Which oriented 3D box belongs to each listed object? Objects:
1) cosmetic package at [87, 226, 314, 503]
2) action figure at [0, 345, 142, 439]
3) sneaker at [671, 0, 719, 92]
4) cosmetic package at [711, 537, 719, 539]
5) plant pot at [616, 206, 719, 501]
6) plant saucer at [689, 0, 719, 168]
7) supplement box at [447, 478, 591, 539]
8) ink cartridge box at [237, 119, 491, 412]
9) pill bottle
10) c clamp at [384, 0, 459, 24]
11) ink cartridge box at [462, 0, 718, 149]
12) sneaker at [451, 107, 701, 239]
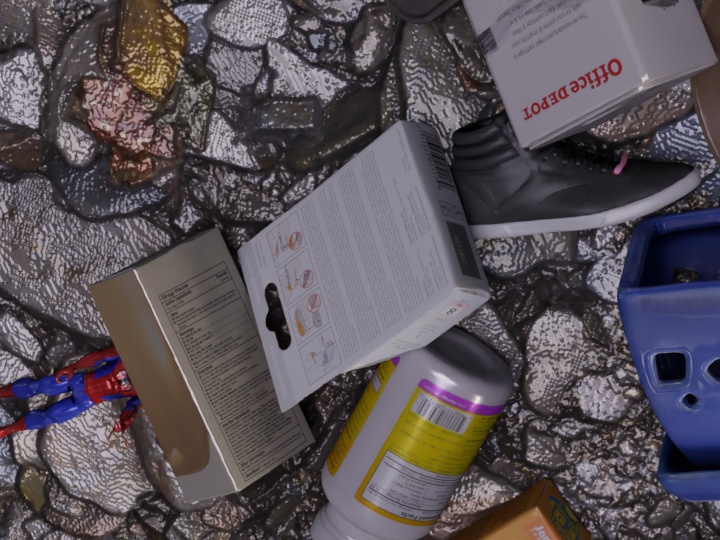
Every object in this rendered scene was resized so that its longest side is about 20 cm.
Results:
[{"bbox_3d":[-0.130,0.077,1.565,0.071,0.105,0.200,-19,97,45],"label":"cosmetic package"},{"bbox_3d":[-0.251,0.112,1.622,0.200,0.099,0.065,-18,99,16],"label":"action figure"},{"bbox_3d":[0.259,-0.161,1.430,0.200,0.078,0.099,43,120,9],"label":"sneaker"},{"bbox_3d":[0.203,0.276,1.501,0.200,0.151,0.052,-19,98,18],"label":"cosmetic package"},{"bbox_3d":[0.303,0.059,1.400,0.200,0.200,0.180,-5,107,16],"label":"plant pot"},{"bbox_3d":[0.304,-0.117,1.314,0.200,0.029,0.200,43,145,40],"label":"plant saucer"},{"bbox_3d":[0.090,0.255,1.573,0.200,0.069,0.067,-36,92,19],"label":"supplement box"},{"bbox_3d":[0.000,0.000,1.511,0.200,0.057,0.163,-40,53,35],"label":"ink cartridge box"},{"bbox_3d":[0.035,0.146,1.542,0.104,0.104,0.200,31,110,7],"label":"pill bottle"},{"bbox_3d":[0.038,-0.273,1.414,0.200,0.027,0.171,-21,87,54],"label":"c clamp"},{"bbox_3d":[0.152,-0.207,1.387,0.147,0.083,0.200,-26,83,53],"label":"ink cartridge box"},{"bbox_3d":[0.157,-0.086,1.469,0.200,0.071,0.099,-8,106,22],"label":"sneaker"}]
